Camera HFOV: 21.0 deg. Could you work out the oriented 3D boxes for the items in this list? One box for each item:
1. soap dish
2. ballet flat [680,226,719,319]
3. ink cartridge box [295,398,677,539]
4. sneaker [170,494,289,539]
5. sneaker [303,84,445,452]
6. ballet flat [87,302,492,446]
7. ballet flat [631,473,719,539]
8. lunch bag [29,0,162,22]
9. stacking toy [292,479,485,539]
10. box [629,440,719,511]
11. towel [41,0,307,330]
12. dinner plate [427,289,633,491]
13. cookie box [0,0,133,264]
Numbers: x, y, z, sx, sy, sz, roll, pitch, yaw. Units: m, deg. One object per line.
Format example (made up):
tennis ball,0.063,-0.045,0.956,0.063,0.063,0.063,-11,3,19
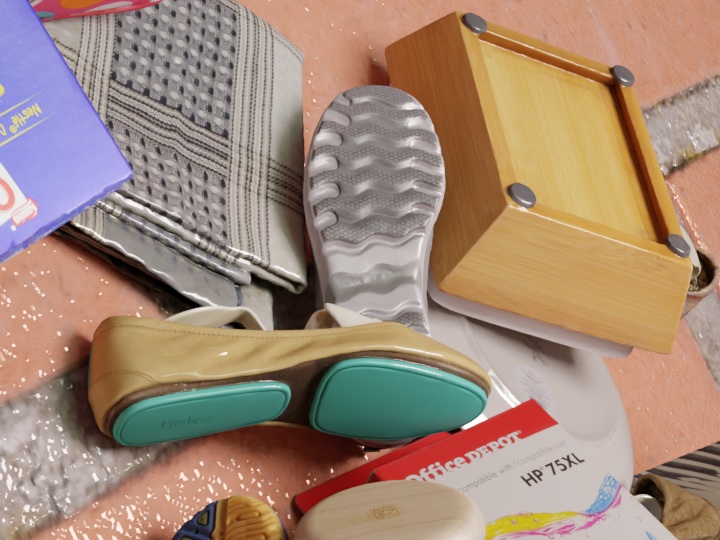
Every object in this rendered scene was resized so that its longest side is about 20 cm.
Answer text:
soap dish,0.103,-0.054,1.121,0.156,0.081,0.201,16,40,-26
ballet flat,0.163,-0.020,1.246,0.199,0.067,0.069,20,51,-44
ink cartridge box,0.074,0.138,0.937,0.116,0.068,0.200,-20,52,-39
sneaker,-0.047,0.202,0.853,0.088,0.075,0.201,42,39,-55
sneaker,0.000,0.000,1.021,0.074,0.082,0.202,6,70,-9
ballet flat,-0.032,0.042,0.915,0.199,0.069,0.063,1,51,-25
ballet flat,0.137,0.167,1.032,0.072,0.068,0.200,42,38,4
lunch bag,-0.172,-0.204,0.910,0.199,0.082,0.177,-20,73,-48
stacking toy,0.021,0.201,0.870,0.085,0.085,0.202,-30,119,-55
box,0.235,0.126,1.131,0.082,0.199,0.069,-2,68,-55
towel,-0.099,-0.081,0.978,0.192,0.034,0.201,32,47,-37
dinner plate,0.094,0.048,1.114,0.200,0.024,0.201,34,33,-25
cookie box,-0.214,-0.073,0.749,0.171,0.075,0.201,-35,97,-34
